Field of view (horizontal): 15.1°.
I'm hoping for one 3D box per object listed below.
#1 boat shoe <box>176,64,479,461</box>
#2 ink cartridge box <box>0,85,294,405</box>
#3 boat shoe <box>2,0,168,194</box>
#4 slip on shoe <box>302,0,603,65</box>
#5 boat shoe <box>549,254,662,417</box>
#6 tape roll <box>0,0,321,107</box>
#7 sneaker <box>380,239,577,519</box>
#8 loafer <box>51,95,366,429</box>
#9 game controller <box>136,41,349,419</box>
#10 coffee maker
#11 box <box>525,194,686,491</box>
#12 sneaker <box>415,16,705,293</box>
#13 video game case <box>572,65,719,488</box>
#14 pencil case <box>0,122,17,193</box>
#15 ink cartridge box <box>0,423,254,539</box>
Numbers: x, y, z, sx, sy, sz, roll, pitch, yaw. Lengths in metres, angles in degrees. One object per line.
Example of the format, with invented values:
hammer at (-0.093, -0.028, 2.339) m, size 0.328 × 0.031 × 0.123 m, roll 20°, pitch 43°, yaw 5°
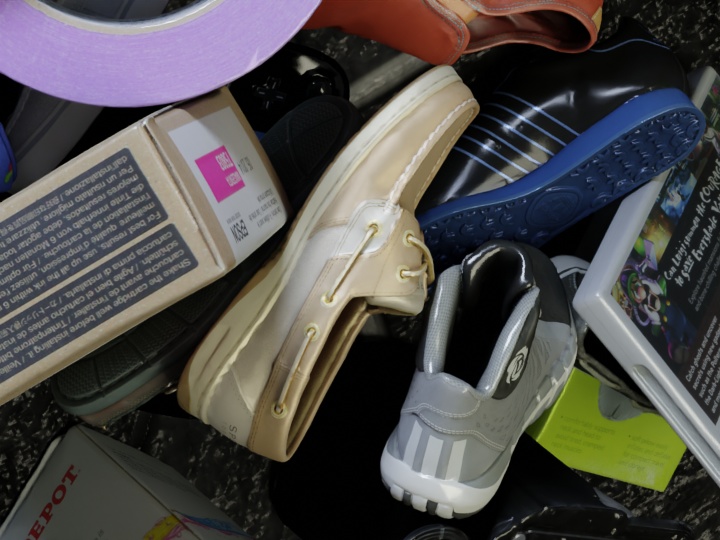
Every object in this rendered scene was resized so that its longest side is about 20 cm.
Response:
boat shoe at (0.000, 0.000, 1.251) m, size 0.200 × 0.069 × 0.074 m, roll -54°, pitch 166°, yaw 3°
ink cartridge box at (-0.126, -0.003, 1.183) m, size 0.165 × 0.200 × 0.075 m, roll -29°, pitch 93°, yaw 10°
boat shoe at (-0.125, -0.127, 1.237) m, size 0.068 × 0.072 × 0.200 m, roll 30°, pitch 111°, yaw -11°
slip on shoe at (0.031, -0.131, 1.322) m, size 0.200 × 0.074 × 0.061 m, roll -4°, pitch 75°, yaw -24°
boat shoe at (0.169, 0.050, 1.478) m, size 0.200 × 0.064 × 0.071 m, roll 19°, pitch 102°, yaw -40°
tape roll at (-0.102, -0.172, 1.164) m, size 0.200 × 0.066 × 0.200 m, roll -1°, pitch 97°, yaw -6°
sneaker at (0.070, 0.020, 1.313) m, size 0.200 × 0.075 × 0.116 m, roll -66°, pitch 170°, yaw -52°
loafer at (-0.059, 0.007, 1.306) m, size 0.200 × 0.072 × 0.063 m, roll -46°, pitch 131°, yaw -3°
game controller at (-0.078, -0.023, 1.340) m, size 0.104 × 0.042 × 0.200 m, roll 10°, pitch 107°, yaw -39°
coffee maker at (0.044, 0.119, 1.395) m, size 0.135 × 0.200 × 0.192 m, roll -52°, pitch 130°, yaw -1°
box at (0.166, 0.020, 1.535) m, size 0.122 × 0.048 × 0.200 m, roll 17°, pitch 104°, yaw -41°
sneaker at (0.079, -0.059, 1.421) m, size 0.200 × 0.078 × 0.070 m, roll -27°, pitch 144°, yaw 5°
video game case at (0.202, 0.017, 1.454) m, size 0.182 × 0.023 × 0.200 m, roll 50°, pitch 44°, yaw -20°
pencil case at (-0.245, -0.038, 1.185) m, size 0.200 × 0.078 × 0.087 m, roll -27°, pitch 155°, yaw -23°
ink cartridge box at (-0.102, 0.189, 1.329) m, size 0.083 × 0.200 × 0.146 m, roll 28°, pitch 96°, yaw -44°
